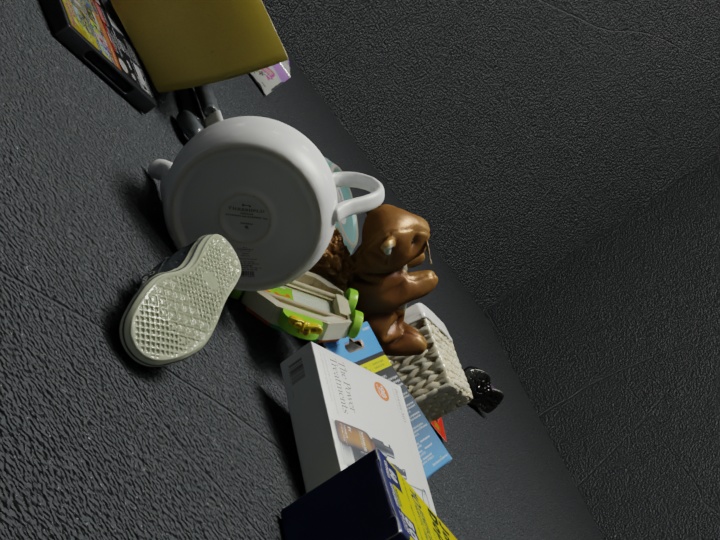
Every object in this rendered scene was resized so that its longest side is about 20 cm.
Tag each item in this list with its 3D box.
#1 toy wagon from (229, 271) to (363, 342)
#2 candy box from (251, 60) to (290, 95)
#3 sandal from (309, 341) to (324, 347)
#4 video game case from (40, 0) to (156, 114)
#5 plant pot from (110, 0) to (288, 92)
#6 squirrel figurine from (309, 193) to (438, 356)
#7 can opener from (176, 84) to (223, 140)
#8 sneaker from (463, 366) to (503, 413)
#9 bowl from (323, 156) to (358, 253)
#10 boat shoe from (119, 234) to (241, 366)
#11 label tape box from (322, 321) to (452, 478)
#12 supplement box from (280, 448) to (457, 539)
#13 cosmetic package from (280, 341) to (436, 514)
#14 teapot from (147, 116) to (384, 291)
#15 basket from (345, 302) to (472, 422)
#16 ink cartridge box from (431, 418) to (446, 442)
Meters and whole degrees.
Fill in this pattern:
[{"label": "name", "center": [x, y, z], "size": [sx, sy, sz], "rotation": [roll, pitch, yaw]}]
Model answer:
[{"label": "toy wagon", "center": [-0.074, 0.038, 1.282], "size": [0.154, 0.040, 0.200], "rotation": [19, 17, -12]}, {"label": "candy box", "center": [-0.228, -0.489, 2.493], "size": [0.168, 0.071, 0.200], "rotation": [54, 8, -18]}, {"label": "sandal", "center": [-0.029, 0.114, 1.469], "size": [0.076, 0.043, 0.201], "rotation": [47, 13, -47]}, {"label": "video game case", "center": [-0.335, -0.307, 1.382], "size": [0.181, 0.025, 0.201], "rotation": [44, 16, -57]}, {"label": "plant pot", "center": [-0.226, -0.346, 1.519], "size": [0.201, 0.175, 0.200], "rotation": [64, -2, -19]}, {"label": "squirrel figurine", "center": [0.000, 0.000, 1.418], "size": [0.187, 0.198, 0.142], "rotation": [103, -18, -49]}, {"label": "can opener", "center": [-0.230, -0.229, 1.584], "size": [0.067, 0.053, 0.200], "rotation": [50, 9, -39]}, {"label": "sneaker", "center": [0.240, 0.245, 2.467], "size": [0.088, 0.076, 0.200], "rotation": [44, -3, 32]}, {"label": "bowl", "center": [-0.068, -0.075, 1.540], "size": [0.201, 0.104, 0.203], "rotation": [-12, 90, -77]}, {"label": "boat shoe", "center": [-0.163, 0.030, 0.983], "size": [0.075, 0.062, 0.200], "rotation": [59, 23, -15]}, {"label": "label tape box", "center": [0.011, 0.169, 1.334], "size": [0.201, 0.063, 0.144], "rotation": [58, 22, 9]}, {"label": "supplement box", "center": [0.033, 0.276, 0.996], "size": [0.200, 0.109, 0.109], "rotation": [52, 10, -30]}, {"label": "cosmetic package", "center": [0.001, 0.187, 1.153], "size": [0.150, 0.052, 0.201], "rotation": [32, 32, -43]}, {"label": "teapot", "center": [-0.108, -0.084, 1.219], "size": [0.200, 0.197, 0.146], "rotation": [45, 22, -14]}, {"label": "basket", "center": [0.072, 0.144, 1.594], "size": [0.124, 0.135, 0.200], "rotation": [64, 8, 18]}, {"label": "ink cartridge box", "center": [0.101, 0.178, 1.944], "size": [0.200, 0.050, 0.162], "rotation": [51, 10, -15]}]
